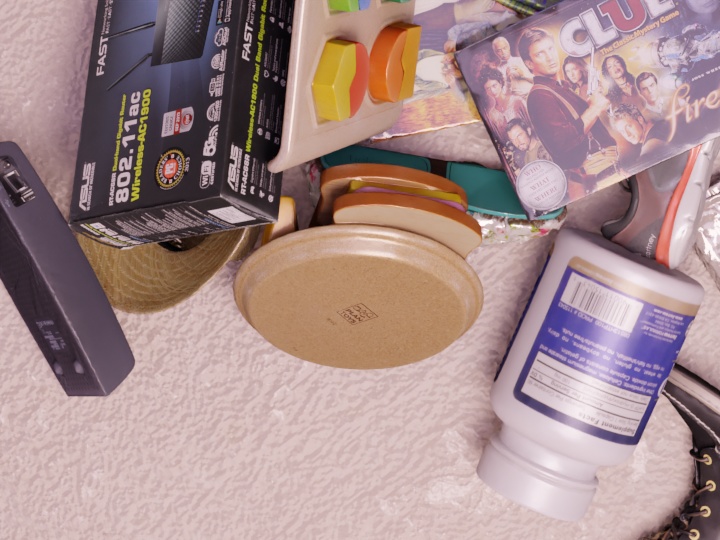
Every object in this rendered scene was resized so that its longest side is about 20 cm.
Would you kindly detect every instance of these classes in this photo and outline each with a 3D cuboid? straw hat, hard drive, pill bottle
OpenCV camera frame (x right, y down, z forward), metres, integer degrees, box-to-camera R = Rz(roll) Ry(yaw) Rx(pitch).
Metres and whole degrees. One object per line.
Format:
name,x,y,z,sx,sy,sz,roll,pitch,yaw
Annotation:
straw hat,-0.117,-0.052,1.319,0.085,0.201,0.201,26,101,-48
hard drive,-0.237,-0.001,1.314,0.042,0.135,0.200,-31,98,-22
pill bottle,0.166,0.080,1.336,0.120,0.120,0.200,22,99,-5

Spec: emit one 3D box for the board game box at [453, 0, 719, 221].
board game box,0.184,-0.137,1.269,0.200,0.035,0.136,-25,92,12

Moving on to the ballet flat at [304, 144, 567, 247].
ballet flat,0.055,-0.050,1.348,0.200,0.076,0.064,13,130,1

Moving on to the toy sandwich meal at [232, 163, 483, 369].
toy sandwich meal,0.000,0.000,1.315,0.205,0.205,0.070,4,57,-2

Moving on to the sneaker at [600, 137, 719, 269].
sneaker,0.228,-0.105,1.323,0.082,0.077,0.200,15,82,16

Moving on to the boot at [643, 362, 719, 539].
boot,0.265,0.180,1.382,0.200,0.073,0.151,42,97,-13

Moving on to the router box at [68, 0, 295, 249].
router box,-0.123,-0.124,1.250,0.150,0.062,0.200,-9,68,38

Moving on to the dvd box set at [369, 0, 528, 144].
dvd box set,0.090,-0.184,1.334,0.200,0.029,0.146,-10,99,1

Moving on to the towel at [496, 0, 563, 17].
towel,0.134,-0.293,1.300,0.144,0.023,0.200,28,89,2

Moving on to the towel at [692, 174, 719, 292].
towel,0.342,-0.001,1.369,0.133,0.034,0.200,-30,98,6

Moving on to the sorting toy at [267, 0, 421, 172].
sorting toy,0.004,-0.172,1.219,0.036,0.185,0.200,18,110,20
